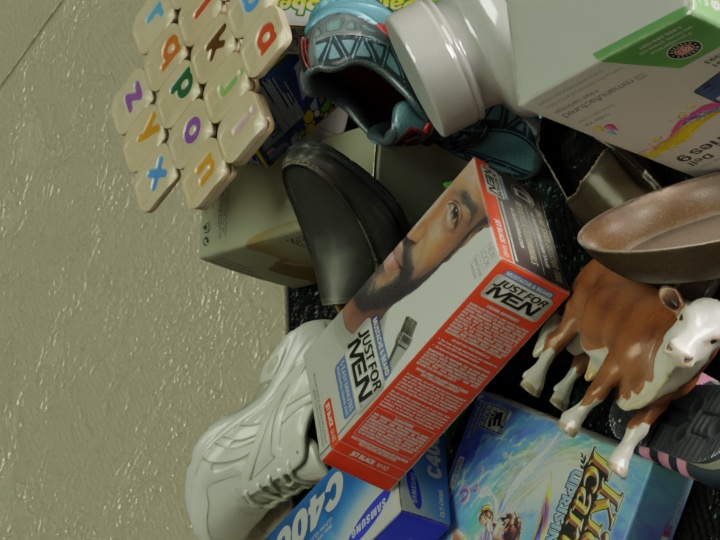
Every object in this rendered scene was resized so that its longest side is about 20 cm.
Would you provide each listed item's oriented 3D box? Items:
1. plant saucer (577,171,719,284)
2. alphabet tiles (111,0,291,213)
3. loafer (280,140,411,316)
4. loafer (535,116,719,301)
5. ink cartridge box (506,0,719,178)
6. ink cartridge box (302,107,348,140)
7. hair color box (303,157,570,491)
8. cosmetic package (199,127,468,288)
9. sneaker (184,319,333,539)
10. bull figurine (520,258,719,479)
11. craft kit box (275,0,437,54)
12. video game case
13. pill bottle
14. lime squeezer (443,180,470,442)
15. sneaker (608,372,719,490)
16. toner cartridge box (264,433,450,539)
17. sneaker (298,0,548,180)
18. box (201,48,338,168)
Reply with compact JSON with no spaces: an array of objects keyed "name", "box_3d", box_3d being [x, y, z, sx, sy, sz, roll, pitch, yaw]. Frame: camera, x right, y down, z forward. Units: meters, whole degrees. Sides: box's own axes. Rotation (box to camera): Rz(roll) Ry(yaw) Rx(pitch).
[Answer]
[{"name":"plant saucer","box_3d":[0.232,-0.030,1.534,0.200,0.200,0.032,-3,106,49]},{"name":"alphabet tiles","box_3d":[-0.116,-0.143,1.839,0.196,0.015,0.200,-49,43,32]},{"name":"loafer","box_3d":[0.000,0.000,1.760,0.073,0.200,0.072,-9,34,46]},{"name":"loafer","box_3d":[0.169,-0.039,1.679,0.073,0.071,0.200,-55,42,18]},{"name":"ink cartridge box","box_3d":[0.211,-0.137,1.570,0.145,0.200,0.088,-26,59,40]},{"name":"ink cartridge box","box_3d":[-0.059,-0.214,1.952,0.050,0.161,0.201,5,78,48]},{"name":"hair color box","box_3d":[0.046,0.037,1.674,0.200,0.064,0.111,-49,30,26]},{"name":"cosmetic package","box_3d":[-0.019,-0.046,1.881,0.200,0.105,0.071,-15,65,48]},{"name":"sneaker","box_3d":[-0.058,0.137,1.873,0.200,0.078,0.099,-57,44,18]},{"name":"bull figurine","box_3d":[0.166,0.052,1.556,0.122,0.065,0.200,-52,17,6]},{"name":"craft kit box","box_3d":[0.034,-0.249,1.846,0.199,0.049,0.198,2,65,14]},{"name":"video game case","box_3d":[0.113,0.198,1.667,0.181,0.045,0.200,20,90,51]},{"name":"pill bottle","box_3d":[0.125,-0.172,1.682,0.200,0.120,0.120,-27,47,-2]},{"name":"lime squeezer","box_3d":[0.089,0.027,1.755,0.038,0.071,0.200,26,125,39]},{"name":"sneaker","box_3d":[0.218,0.106,1.570,0.070,0.082,0.200,-55,16,1]},{"name":"toner cartridge box","box_3d":[-0.009,0.189,1.778,0.200,0.043,0.095,-49,32,39]},{"name":"sneaker","box_3d":[0.040,-0.108,1.767,0.079,0.200,0.096,-55,9,44]},{"name":"box","box_3d":[-0.034,-0.163,1.896,0.200,0.064,0.070,-42,29,-24]}]
